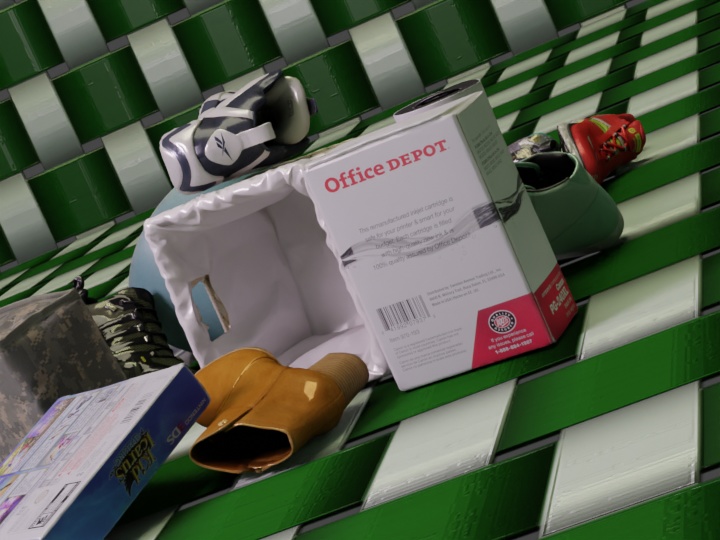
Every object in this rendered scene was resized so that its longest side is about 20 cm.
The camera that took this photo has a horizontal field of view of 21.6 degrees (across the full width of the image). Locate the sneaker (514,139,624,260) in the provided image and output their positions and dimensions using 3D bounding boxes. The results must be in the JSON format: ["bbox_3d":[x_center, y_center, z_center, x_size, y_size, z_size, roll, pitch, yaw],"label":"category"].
[{"bbox_3d":[0.124,-0.049,1.698,0.200,0.118,0.074,-20,46,18],"label":"sneaker"}]

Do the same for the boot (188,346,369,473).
[{"bbox_3d":[-0.101,0.118,1.527,0.201,0.071,0.144,-12,15,37],"label":"boot"}]

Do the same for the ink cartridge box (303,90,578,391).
[{"bbox_3d":[0.064,-0.024,1.498,0.145,0.201,0.083,-19,11,28],"label":"ink cartridge box"}]

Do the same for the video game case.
[{"bbox_3d":[-0.235,0.168,1.508,0.181,0.046,0.200,-15,28,45],"label":"video game case"}]

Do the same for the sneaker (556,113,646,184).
[{"bbox_3d":[0.262,-0.137,2.021,0.085,0.077,0.200,-13,14,17],"label":"sneaker"}]

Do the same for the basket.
[{"bbox_3d":[-0.045,-0.001,1.660,0.199,0.199,0.161,-18,9,37],"label":"basket"}]

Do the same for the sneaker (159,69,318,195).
[{"bbox_3d":[-0.085,-0.132,1.686,0.129,0.080,0.199,-17,5,22],"label":"sneaker"}]

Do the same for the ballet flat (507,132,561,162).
[{"bbox_3d":[0.131,-0.075,2.007,0.200,0.072,0.072,-33,2,37],"label":"ballet flat"}]

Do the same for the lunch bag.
[{"bbox_3d":[-0.304,0.116,1.747,0.117,0.164,0.200,-38,16,-35],"label":"lunch bag"}]

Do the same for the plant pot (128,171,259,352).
[{"bbox_3d":[-0.114,0.008,1.894,0.135,0.201,0.200,29,44,34],"label":"plant pot"}]

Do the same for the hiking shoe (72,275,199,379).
[{"bbox_3d":[-0.217,0.066,1.813,0.199,0.101,0.076,19,-12,24],"label":"hiking shoe"}]

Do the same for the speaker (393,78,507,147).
[{"bbox_3d":[0.100,-0.057,1.585,0.081,0.201,0.081,-23,10,4],"label":"speaker"}]

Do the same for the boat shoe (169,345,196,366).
[{"bbox_3d":[-0.263,0.105,1.977,0.200,0.072,0.070,-30,11,-12],"label":"boat shoe"}]
